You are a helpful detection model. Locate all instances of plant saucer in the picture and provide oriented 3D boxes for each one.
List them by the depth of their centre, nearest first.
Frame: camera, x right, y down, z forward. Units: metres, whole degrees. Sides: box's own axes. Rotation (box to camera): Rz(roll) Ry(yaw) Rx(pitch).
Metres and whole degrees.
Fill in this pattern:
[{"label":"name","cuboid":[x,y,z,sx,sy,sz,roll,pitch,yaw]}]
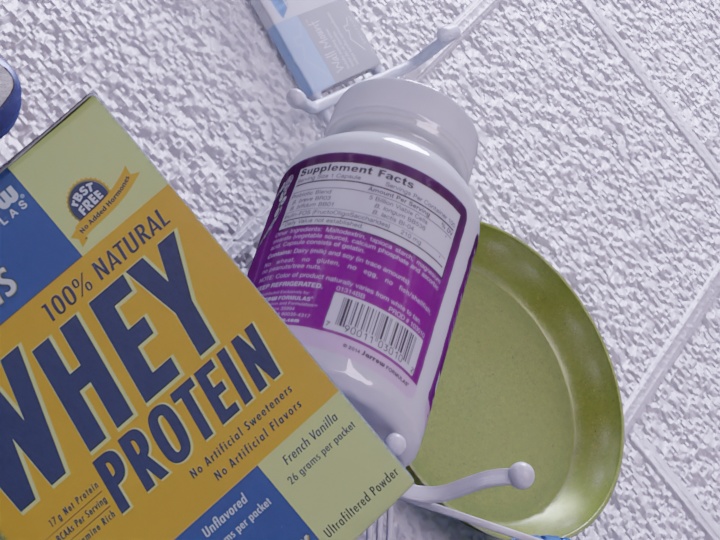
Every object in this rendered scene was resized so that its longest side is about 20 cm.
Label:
[{"label":"plant saucer","cuboid":[0.072,0.066,1.116,0.199,0.031,0.201,20,56,-33]}]

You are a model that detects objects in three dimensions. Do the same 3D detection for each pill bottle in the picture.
[{"label":"pill bottle","cuboid":[0.000,0.000,1.005,0.112,0.112,0.201,34,53,-23]}]

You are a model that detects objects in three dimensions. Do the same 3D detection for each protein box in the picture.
[{"label":"protein box","cuboid":[-0.111,0.053,0.811,0.135,0.200,0.199,-41,98,-12]}]

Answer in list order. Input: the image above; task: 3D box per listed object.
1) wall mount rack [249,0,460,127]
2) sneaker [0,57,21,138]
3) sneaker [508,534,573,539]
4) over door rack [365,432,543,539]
[{"label":"wall mount rack","cuboid":[-0.033,-0.158,1.113,0.174,0.074,0.200,-29,87,-46]},{"label":"sneaker","cuboid":[-0.237,-0.104,0.895,0.199,0.088,0.076,11,59,-39]},{"label":"sneaker","cuboid":[0.108,0.195,1.048,0.199,0.071,0.083,15,52,-39]},{"label":"over door rack","cuboid":[0.080,0.176,0.926,0.200,0.067,0.148,30,45,-30]}]
